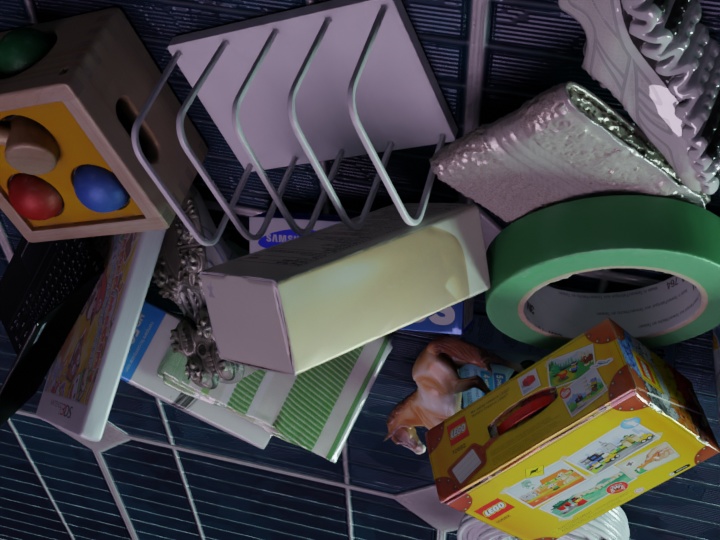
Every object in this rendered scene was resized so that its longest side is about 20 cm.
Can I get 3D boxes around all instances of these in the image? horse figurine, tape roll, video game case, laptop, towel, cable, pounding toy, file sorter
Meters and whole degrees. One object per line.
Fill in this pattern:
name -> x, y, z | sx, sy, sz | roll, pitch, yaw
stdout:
horse figurine -> 0.091, 0.120, 0.974 | 0.132, 0.050, 0.200 | 24, 141, 20
tape roll -> 0.201, 0.009, 0.827 | 0.200, 0.048, 0.200 | 2, 154, 1
video game case -> -0.243, 0.049, 0.944 | 0.023, 0.200, 0.182 | 21, 168, -27
laptop -> -0.323, 0.037, 0.955 | 0.103, 0.200, 0.177 | 2, 133, -47
towel -> -0.080, 0.083, 1.014 | 0.200, 0.153, 0.023 | 29, 172, -12
cable -> 0.219, 0.316, 1.220 | 0.200, 0.069, 0.200 | 27, 142, -9
pounding toy -> -0.269, -0.115, 0.843 | 0.184, 0.142, 0.200 | -4, 137, 26
file sorter -> -0.052, -0.105, 0.781 | 0.200, 0.125, 0.139 | -5, 135, 28
towel -> 0.163, -0.064, 0.772 | 0.200, 0.035, 0.132 | 25, 144, -36

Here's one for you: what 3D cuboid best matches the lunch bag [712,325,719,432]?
lunch bag -> 0.408, 0.122, 0.865 | 0.200, 0.127, 0.170 | -5, 138, 18

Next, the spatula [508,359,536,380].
spatula -> 0.133, 0.145, 1.016 | 0.056, 0.021, 0.200 | 26, 141, 1

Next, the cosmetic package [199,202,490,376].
cosmetic package -> -0.008, 0.008, 0.774 | 0.105, 0.200, 0.071 | 6, 112, 52

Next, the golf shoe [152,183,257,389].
golf shoe -> -0.139, 0.007, 0.962 | 0.078, 0.097, 0.200 | -15, 89, 39

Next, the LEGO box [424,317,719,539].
LEGO box -> 0.182, 0.149, 0.891 | 0.200, 0.077, 0.149 | -36, 132, 25

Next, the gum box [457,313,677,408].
gum box -> 0.202, 0.122, 1.011 | 0.200, 0.045, 0.170 | 7, 140, 17

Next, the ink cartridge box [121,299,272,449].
ink cartridge box -> -0.179, 0.103, 1.073 | 0.200, 0.084, 0.146 | 30, 170, -13

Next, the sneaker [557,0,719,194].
sneaker -> 0.201, -0.133, 0.696 | 0.081, 0.075, 0.200 | 2, 139, 42

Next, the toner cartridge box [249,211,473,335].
toner cartridge box -> 0.000, 0.000, 0.913 | 0.200, 0.043, 0.095 | 4, 101, 18
